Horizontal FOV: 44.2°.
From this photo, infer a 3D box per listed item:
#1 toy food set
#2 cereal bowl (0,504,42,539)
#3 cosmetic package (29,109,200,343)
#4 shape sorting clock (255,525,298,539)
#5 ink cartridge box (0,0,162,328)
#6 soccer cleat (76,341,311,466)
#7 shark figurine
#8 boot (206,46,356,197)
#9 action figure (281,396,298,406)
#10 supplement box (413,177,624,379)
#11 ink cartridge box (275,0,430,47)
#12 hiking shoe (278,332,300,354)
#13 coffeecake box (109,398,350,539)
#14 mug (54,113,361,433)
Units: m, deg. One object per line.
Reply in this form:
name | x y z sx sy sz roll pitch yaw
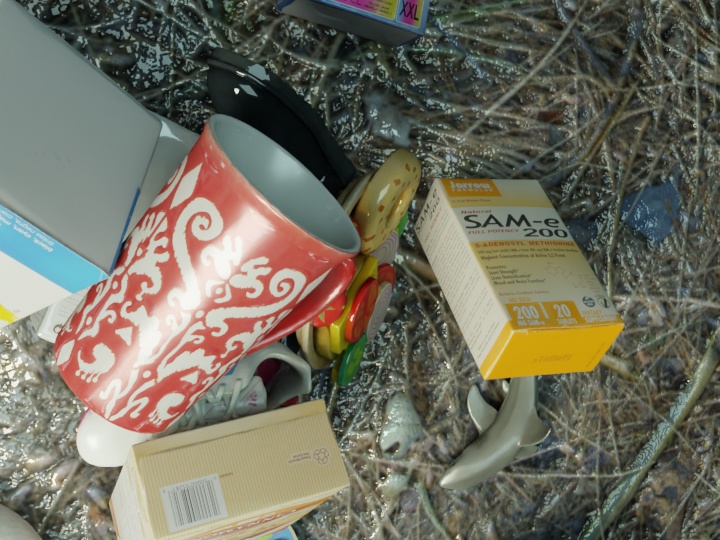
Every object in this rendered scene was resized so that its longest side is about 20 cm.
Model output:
toy food set | 0.000 0.000 0.816 0.048 0.199 0.201 19 56 14
cereal bowl | -0.350 0.293 0.732 0.199 0.083 0.202 -2 95 -22
cosmetic package | -0.202 -0.030 0.753 0.081 0.113 0.201 26 86 -23
shape sorting clock | -0.147 0.305 0.844 0.199 0.039 0.202 -2 95 -23
ink cartridge box | -0.273 -0.060 0.634 0.145 0.199 0.148 39 43 -37
soccer cleat | -0.128 0.105 0.720 0.199 0.086 0.070 -23 114 -37
shark figurine | 0.171 0.138 0.941 0.127 0.089 0.216 12 91 -25
boot | -0.092 -0.057 0.712 0.169 0.076 0.200 -59 149 -9
action figure | -0.147 0.118 0.799 0.199 0.099 0.066 18 84 -21
supplement box | 0.148 0.002 0.861 0.125 0.201 0.074 -2 137 -24
ink cartridge box | 0.007 -0.331 0.838 0.136 0.076 0.202 10 89 -24
hiking shoe | -0.089 0.002 0.822 0.100 0.076 0.201 18 88 -27
coffeecake box | -0.116 0.183 0.731 0.153 0.200 0.074 -11 70 -25
mug | -0.098 0.021 0.634 0.177 0.134 0.200 36 107 -26
